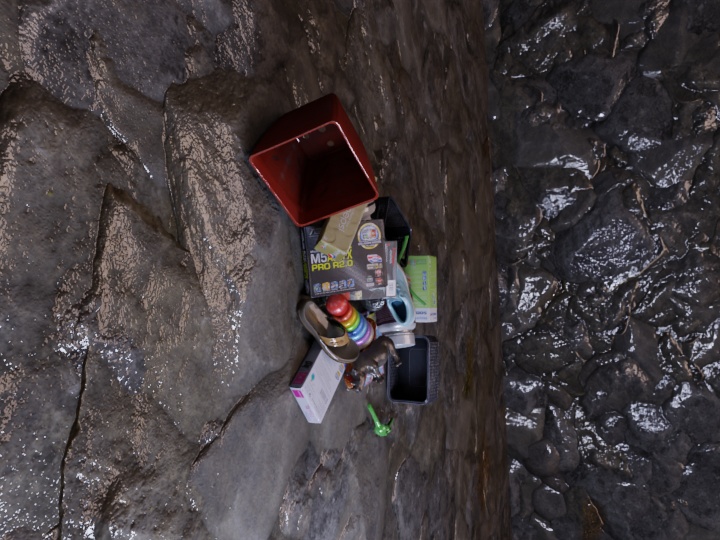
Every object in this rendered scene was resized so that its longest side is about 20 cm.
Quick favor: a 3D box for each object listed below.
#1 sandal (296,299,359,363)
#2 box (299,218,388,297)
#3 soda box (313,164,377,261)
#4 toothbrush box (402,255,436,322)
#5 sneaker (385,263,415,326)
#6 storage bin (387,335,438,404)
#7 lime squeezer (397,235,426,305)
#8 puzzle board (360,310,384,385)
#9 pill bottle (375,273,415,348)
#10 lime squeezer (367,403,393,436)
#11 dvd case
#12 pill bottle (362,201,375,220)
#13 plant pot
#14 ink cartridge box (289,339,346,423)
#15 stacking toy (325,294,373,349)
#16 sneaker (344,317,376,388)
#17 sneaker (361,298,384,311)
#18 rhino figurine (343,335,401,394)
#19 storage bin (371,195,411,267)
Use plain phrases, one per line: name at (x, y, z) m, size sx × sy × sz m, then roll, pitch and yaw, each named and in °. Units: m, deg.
sandal at (-0.065, 0.138, 1.259) m, size 0.201 × 0.054 × 0.082 m, roll 51°, pitch 39°, yaw -21°
box at (-0.037, -0.031, 1.269) m, size 0.197 × 0.044 × 0.163 m, roll -7°, pitch 98°, yaw -23°
soda box at (-0.033, -0.127, 1.212) m, size 0.067 × 0.064 × 0.202 m, roll 26°, pitch 67°, yaw -12°
toothbrush box at (0.157, 0.057, 1.696) m, size 0.086 × 0.144 × 0.204 m, roll 8°, pitch 81°, yaw -65°
sneaker at (0.094, 0.053, 1.464) m, size 0.202 × 0.073 × 0.082 m, roll 64°, pitch 14°, yaw 2°
storage bin at (0.163, 0.301, 1.682) m, size 0.093 × 0.133 × 0.204 m, roll 13°, pitch 77°, yaw -63°
lime squeezer at (0.125, 0.008, 1.526) m, size 0.070 × 0.038 × 0.203 m, roll -11°, pitch 81°, yaw -23°
puzzle board at (0.035, 0.214, 1.577) m, size 0.150 × 0.017 × 0.204 m, roll -11°, pitch 99°, yaw -64°
pill bottle at (0.099, 0.118, 1.571) m, size 0.114 × 0.113 × 0.203 m, roll 22°, pitch 59°, yaw -62°
lime squeezer at (0.061, 0.447, 1.594) m, size 0.200 × 0.037 × 0.071 m, roll 46°, pitch 17°, yaw -56°
dvd case at (0.000, 0.000, 1.356) m, size 0.197 × 0.022 × 0.149 m, roll -3°, pitch 97°, yaw -23°
pill bottle at (-0.026, -0.183, 1.337) m, size 0.111 × 0.110 × 0.203 m, roll -39°, pitch 118°, yaw -59°
plant pot at (-0.086, -0.247, 1.146) m, size 0.201 × 0.197 × 0.178 m, roll 55°, pitch 27°, yaw -40°
ink cartridge box at (-0.090, 0.238, 1.281) m, size 0.201 × 0.041 × 0.120 m, roll -60°, pitch 139°, yaw -45°
stacking toy at (-0.030, 0.117, 1.339) m, size 0.201 × 0.084 × 0.086 m, roll 63°, pitch 35°, yaw -54°
sneaker at (-0.004, 0.222, 1.455) m, size 0.077 × 0.072 × 0.203 m, roll 73°, pitch 31°, yaw -64°
sneaker at (0.019, 0.001, 1.434) m, size 0.091 × 0.075 × 0.203 m, roll -64°, pitch 146°, yaw -76°
rhino figurine at (0.027, 0.239, 1.375) m, size 0.199 × 0.059 × 0.088 m, roll -37°, pitch 100°, yaw -39°
storage bin at (0.069, -0.107, 1.579) m, size 0.200 × 0.092 × 0.137 m, roll 49°, pitch 46°, yaw -52°
